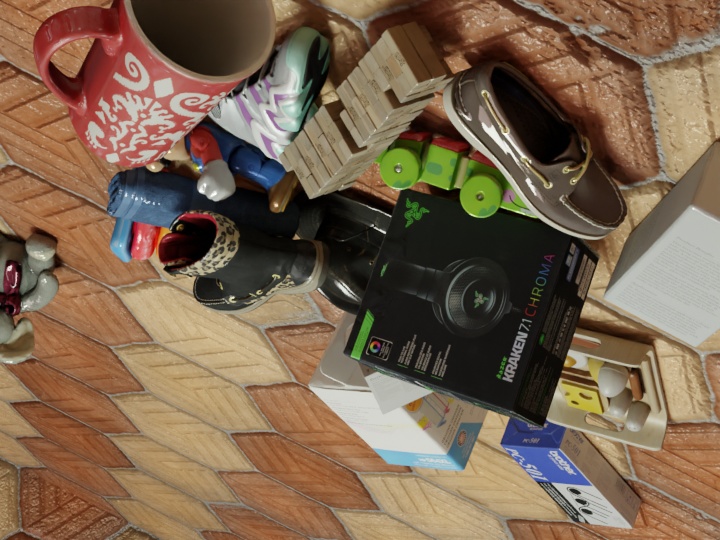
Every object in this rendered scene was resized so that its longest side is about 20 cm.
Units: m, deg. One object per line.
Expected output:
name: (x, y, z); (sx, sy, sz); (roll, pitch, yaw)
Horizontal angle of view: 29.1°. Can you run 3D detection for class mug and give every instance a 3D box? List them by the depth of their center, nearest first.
mug: (-0.190, -0.187, 1.188); (0.176, 0.135, 0.200); (22, 151, -20)

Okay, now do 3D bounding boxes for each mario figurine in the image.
mario figurine: (-0.163, -0.112, 1.415); (0.198, 0.107, 0.124); (26, 157, -2)

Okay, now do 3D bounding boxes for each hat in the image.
hat: (0.000, 0.000, 1.494); (0.199, 0.081, 0.201); (21, 153, 11)

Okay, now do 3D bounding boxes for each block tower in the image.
block tower: (0.004, -0.133, 1.198); (0.058, 0.054, 0.200); (60, 140, 9)

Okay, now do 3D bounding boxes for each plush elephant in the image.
plush elephant: (-0.515, 0.036, 1.973); (0.163, 0.156, 0.201); (21, 154, 12)

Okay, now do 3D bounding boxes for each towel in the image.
towel: (-0.167, -0.069, 1.480); (0.198, 0.049, 0.112); (12, 169, -17)

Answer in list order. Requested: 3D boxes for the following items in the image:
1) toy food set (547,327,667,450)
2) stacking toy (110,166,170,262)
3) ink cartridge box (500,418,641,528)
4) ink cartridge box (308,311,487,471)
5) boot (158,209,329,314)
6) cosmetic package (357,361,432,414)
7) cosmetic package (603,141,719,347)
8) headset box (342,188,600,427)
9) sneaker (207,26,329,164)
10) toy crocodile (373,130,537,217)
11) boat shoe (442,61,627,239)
toy food set: (0.252, 0.129, 1.519); (0.142, 0.061, 0.201); (13, 151, 26)
stacking toy: (-0.175, -0.045, 1.575); (0.198, 0.111, 0.116); (16, 171, -3)
ink cartridge box: (0.269, 0.258, 1.767); (0.093, 0.045, 0.200); (-2, 142, 43)
ink cartridge box: (0.047, 0.127, 1.634); (0.124, 0.130, 0.200); (0, 145, 43)
boot: (-0.147, -0.008, 1.451); (0.150, 0.074, 0.199); (17, 162, -42)
cosmetic package: (0.095, 0.070, 1.431); (0.198, 0.051, 0.083); (-24, 145, 0)
cosmetic package: (0.295, -0.017, 1.186); (0.101, 0.072, 0.200); (27, 155, -1)
headset box: (0.100, 0.031, 1.316); (0.198, 0.176, 0.093); (17, 173, 30)
sneaker: (-0.105, -0.173, 1.271); (0.139, 0.078, 0.200); (25, 153, 4)
toy crocodile: (0.083, -0.095, 1.266); (0.198, 0.062, 0.067); (20, -164, 13)
boat shoe: (0.157, -0.100, 1.168); (0.200, 0.072, 0.059); (42, 155, -17)
